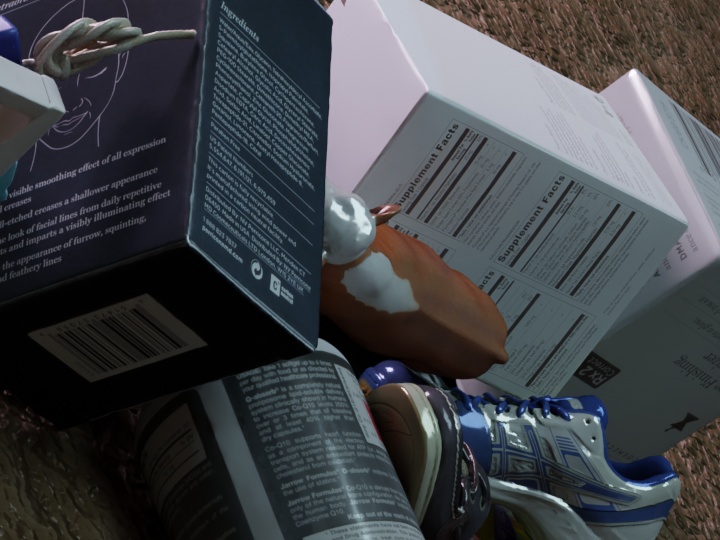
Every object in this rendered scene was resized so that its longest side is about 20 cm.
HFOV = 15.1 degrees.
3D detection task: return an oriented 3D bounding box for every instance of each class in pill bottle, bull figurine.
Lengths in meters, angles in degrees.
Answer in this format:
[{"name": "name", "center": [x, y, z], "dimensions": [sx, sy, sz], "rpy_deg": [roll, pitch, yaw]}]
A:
[{"name": "pill bottle", "center": [-0.042, 0.102, 1.308], "dimensions": [0.116, 0.116, 0.200], "rpy_deg": [24, 37, -54]}, {"name": "bull figurine", "center": [0.000, 0.000, 1.436], "dimensions": [0.121, 0.065, 0.200], "rpy_deg": [29, -8, 44]}]

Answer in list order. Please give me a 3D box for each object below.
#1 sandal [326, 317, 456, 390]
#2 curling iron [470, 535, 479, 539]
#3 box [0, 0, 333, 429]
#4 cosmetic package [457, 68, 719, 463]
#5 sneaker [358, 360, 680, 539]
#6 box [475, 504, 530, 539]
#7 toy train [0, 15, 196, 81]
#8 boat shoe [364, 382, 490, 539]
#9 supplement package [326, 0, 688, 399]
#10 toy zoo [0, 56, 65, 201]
[{"name": "sandal", "center": [0.020, 0.047, 1.623], "dimensions": [0.075, 0.048, 0.201], "rpy_deg": [31, 30, -47]}, {"name": "curling iron", "center": [0.036, 0.122, 1.508], "dimensions": [0.200, 0.026, 0.050], "rpy_deg": [48, -17, 31]}, {"name": "box", "center": [-0.105, -0.049, 1.282], "dimensions": [0.107, 0.148, 0.200], "rpy_deg": [42, 40, -44]}, {"name": "cosmetic package", "center": [0.169, 0.010, 1.789], "dimensions": [0.165, 0.200, 0.165], "rpy_deg": [30, 30, -48]}, {"name": "sneaker", "center": [0.090, 0.094, 1.525], "dimensions": [0.200, 0.088, 0.075], "rpy_deg": [34, 8, -22]}, {"name": "box", "center": [0.096, 0.202, 1.558], "dimensions": [0.117, 0.048, 0.200], "rpy_deg": [45, 25, -23]}, {"name": "toy train", "center": [-0.186, -0.113, 1.243], "dimensions": [0.116, 0.200, 0.085], "rpy_deg": [-117, -162, -45]}, {"name": "boat shoe", "center": [0.034, 0.112, 1.384], "dimensions": [0.200, 0.065, 0.072], "rpy_deg": [100, -26, -57]}, {"name": "supplement package", "center": [0.054, -0.047, 1.607], "dimensions": [0.200, 0.151, 0.152], "rpy_deg": [24, 23, -30]}, {"name": "toy zoo", "center": [-0.217, -0.057, 1.151], "dimensions": [0.200, 0.131, 0.020], "rpy_deg": [24, 37, -55]}]
